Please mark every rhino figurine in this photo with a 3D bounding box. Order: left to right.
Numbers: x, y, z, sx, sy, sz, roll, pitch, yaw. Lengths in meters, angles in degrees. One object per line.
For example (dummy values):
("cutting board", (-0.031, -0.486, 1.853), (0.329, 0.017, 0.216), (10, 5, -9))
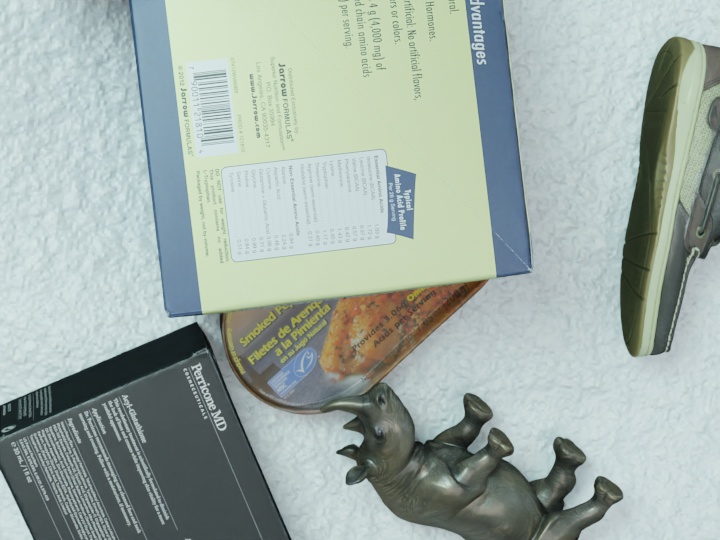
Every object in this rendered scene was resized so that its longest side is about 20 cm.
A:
("rhino figurine", (0.060, 0.127, 1.156), (0.200, 0.060, 0.088), (26, 111, -21))

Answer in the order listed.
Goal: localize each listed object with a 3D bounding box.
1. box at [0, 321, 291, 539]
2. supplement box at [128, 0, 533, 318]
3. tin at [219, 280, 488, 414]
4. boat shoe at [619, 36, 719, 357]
("box", (-0.121, 0.154, 1.126), (0.141, 0.079, 0.200), (-22, 104, -3))
("supplement box", (-0.019, -0.084, 1.039), (0.199, 0.134, 0.201), (-7, 91, -3))
("tin", (0.000, 0.000, 1.139), (0.200, 0.042, 0.112), (-42, 110, -1))
("boat shoe", (0.206, -0.042, 1.152), (0.066, 0.072, 0.201), (6, 96, -7))
